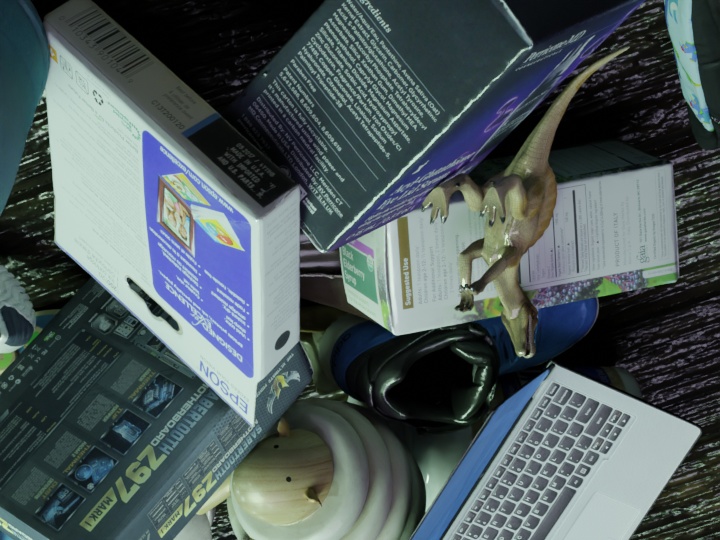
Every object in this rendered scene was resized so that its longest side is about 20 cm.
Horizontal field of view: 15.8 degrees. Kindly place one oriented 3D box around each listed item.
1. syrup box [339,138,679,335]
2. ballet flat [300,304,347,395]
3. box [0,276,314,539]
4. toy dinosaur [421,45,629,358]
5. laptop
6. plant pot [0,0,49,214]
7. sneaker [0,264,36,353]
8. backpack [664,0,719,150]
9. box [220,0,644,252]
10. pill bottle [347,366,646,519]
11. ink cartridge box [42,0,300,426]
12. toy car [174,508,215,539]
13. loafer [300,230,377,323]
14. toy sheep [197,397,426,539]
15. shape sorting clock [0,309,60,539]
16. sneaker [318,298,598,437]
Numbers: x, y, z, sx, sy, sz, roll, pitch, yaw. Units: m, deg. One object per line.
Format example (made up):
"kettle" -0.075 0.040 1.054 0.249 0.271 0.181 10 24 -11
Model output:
"syrup box" 0.092 -0.023 1.612 0.199 0.079 0.082 -11 108 -20
"ballet flat" -0.046 0.057 1.752 0.199 0.063 0.069 4 140 -15
"box" -0.150 0.091 1.628 0.200 0.157 0.051 -49 144 -20
"toy dinosaur" 0.090 -0.044 1.528 0.101 0.058 0.201 -14 124 -50
"laptop" 0.112 0.169 1.710 0.199 0.116 0.188 24 111 -21
"plant pot" -0.282 -0.060 1.441 0.199 0.189 0.201 2 142 1
"sneaker" -0.317 0.037 1.666 0.198 0.080 0.130 9 140 -21
"backpack" 0.239 -0.170 1.481 0.162 0.155 0.200 -17 162 14
"box" 0.042 -0.123 1.464 0.200 0.104 0.148 -44 170 38
"pill bottle" 0.093 0.127 1.819 0.199 0.120 0.120 0 141 -12
"ink cartridge box" -0.113 -0.033 1.536 0.043 0.198 0.201 -34 151 -28
"toy car" -0.164 0.143 1.785 0.150 0.175 0.200 42 128 -3
"loafer" 0.000 0.000 1.663 0.199 0.072 0.073 -6 -175 -4
"toy sheep" -0.024 0.149 1.687 0.137 0.139 0.200 -24 160 19
"shape sorting clock" -0.208 0.118 1.688 0.199 0.201 0.039 -12 154 4
"sneaker" 0.083 0.055 1.705 0.199 0.111 0.077 -9 111 -20
